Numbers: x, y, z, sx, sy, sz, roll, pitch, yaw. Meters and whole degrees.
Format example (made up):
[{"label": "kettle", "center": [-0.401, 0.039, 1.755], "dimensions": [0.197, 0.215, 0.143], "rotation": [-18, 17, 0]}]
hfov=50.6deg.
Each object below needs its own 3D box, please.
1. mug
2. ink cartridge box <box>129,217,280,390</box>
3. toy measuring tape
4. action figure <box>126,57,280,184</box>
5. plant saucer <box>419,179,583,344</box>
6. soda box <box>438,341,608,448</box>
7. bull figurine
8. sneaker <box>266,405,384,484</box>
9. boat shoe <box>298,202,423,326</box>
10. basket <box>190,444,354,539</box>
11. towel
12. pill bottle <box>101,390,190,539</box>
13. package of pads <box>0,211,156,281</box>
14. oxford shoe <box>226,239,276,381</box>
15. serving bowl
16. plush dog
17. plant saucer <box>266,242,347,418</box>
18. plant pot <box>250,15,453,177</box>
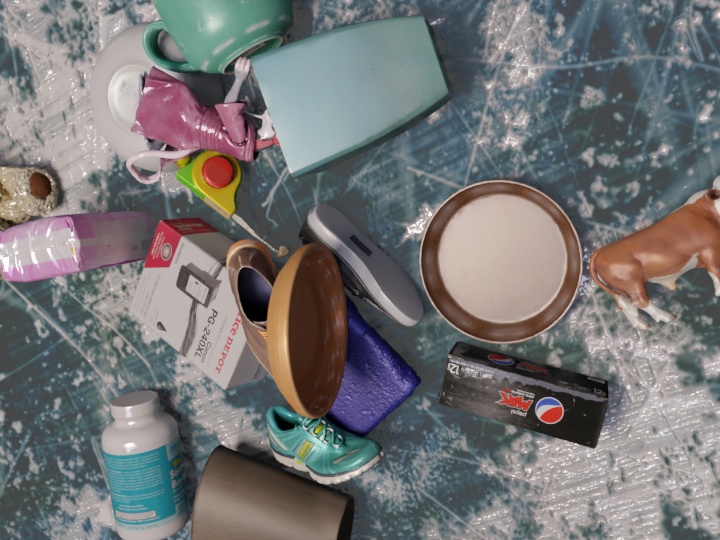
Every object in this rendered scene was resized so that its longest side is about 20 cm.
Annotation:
[{"label": "mug", "center": [-0.165, -0.305, 0.931], "dimensions": [0.184, 0.151, 0.115], "rotation": [-24, 97, 55]}, {"label": "ink cartridge box", "center": [-0.198, 0.041, 1.021], "dimensions": [0.199, 0.083, 0.147], "rotation": [33, 109, 24]}, {"label": "toy measuring tape", "center": [-0.163, -0.103, 1.019], "dimensions": [0.199, 0.074, 0.074], "rotation": [38, 111, -10]}, {"label": "action figure", "center": [-0.180, -0.170, 0.917], "dimensions": [0.197, 0.134, 0.151], "rotation": [17, 78, 12]}, {"label": "plant saucer", "center": [0.172, -0.011, 0.940], "dimensions": [0.197, 0.034, 0.203], "rotation": [4, 102, 16]}, {"label": "soda box", "center": [0.202, 0.152, 0.949], "dimensions": [0.197, 0.063, 0.072], "rotation": [14, 106, 15]}, {"label": "bull figurine", "center": [0.362, -0.018, 0.856], "dimensions": [0.199, 0.065, 0.123], "rotation": [-28, 80, 24]}, {"label": "sneaker", "center": [-0.056, 0.226, 1.009], "dimensions": [0.198, 0.077, 0.081], "rotation": [2, 115, 41]}, {"label": "boat shoe", "center": [0.000, 0.000, 0.986], "dimensions": [0.200, 0.068, 0.057], "rotation": [47, 127, 6]}, {"label": "basket", "center": [-0.117, 0.349, 1.061], "dimensions": [0.197, 0.136, 0.183], "rotation": [8, 108, 12]}, {"label": "towel", "center": [-0.027, 0.117, 1.027], "dimensions": [0.200, 0.049, 0.148], "rotation": [47, 116, 5]}, {"label": "pill bottle", "center": [-0.316, 0.284, 1.119], "dimensions": [0.109, 0.111, 0.203], "rotation": [-2, 101, 18]}, {"label": "package of pads", "center": [-0.372, -0.036, 1.022], "dimensions": [0.119, 0.200, 0.077], "rotation": [-6, 95, 15]}, {"label": "oxford shoe", "center": [-0.111, 0.067, 0.904], "dimensions": [0.070, 0.073, 0.202], "rotation": [-21, 113, 1]}, {"label": "serving bowl", "center": [-0.285, -0.231, 1.023], "dimensions": [0.197, 0.066, 0.203], "rotation": [4, 102, 18]}, {"label": "plush dog", "center": [-0.556, -0.065, 1.109], "dimensions": [0.159, 0.198, 0.174], "rotation": [5, 95, 50]}, {"label": "plant saucer", "center": [-0.062, 0.070, 0.891], "dimensions": [0.037, 0.200, 0.203], "rotation": [-2, 101, 18]}, {"label": "plant pot", "center": [0.003, -0.214, 0.901], "dimensions": [0.198, 0.141, 0.143], "rotation": [-18, 96, 13]}]
